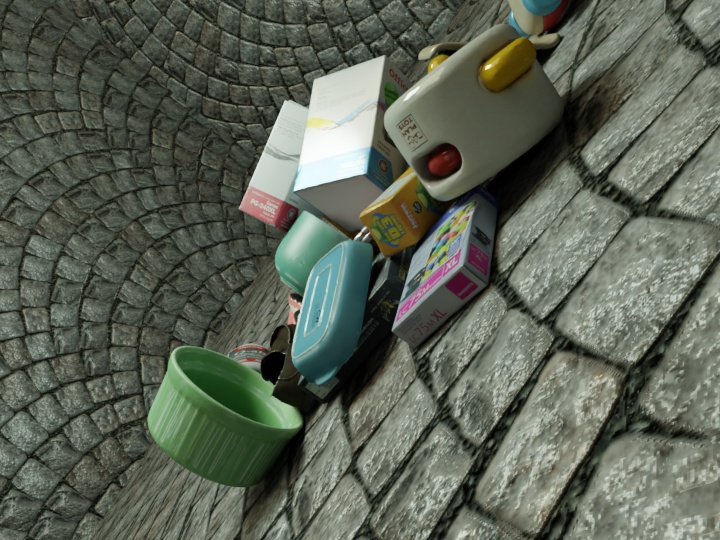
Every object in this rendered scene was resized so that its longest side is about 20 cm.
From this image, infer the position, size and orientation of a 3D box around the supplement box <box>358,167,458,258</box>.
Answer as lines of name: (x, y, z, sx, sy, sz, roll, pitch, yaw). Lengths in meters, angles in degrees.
supplement box: (0.083, -0.101, 0.905, 0.068, 0.067, 0.200, -22, 18, 47)

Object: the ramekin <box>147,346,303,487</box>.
ramekin: (-0.183, 0.196, 0.937, 0.099, 0.198, 0.200, -59, 10, 5)

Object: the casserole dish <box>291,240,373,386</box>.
casserole dish: (-0.039, 0.044, 0.874, 0.121, 0.038, 0.202, -38, 33, 45)

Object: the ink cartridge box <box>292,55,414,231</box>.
ink cartridge box: (0.008, -0.190, 1.085, 0.144, 0.146, 0.203, -8, 64, 36)

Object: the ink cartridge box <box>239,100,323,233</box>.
ink cartridge box: (-0.105, -0.167, 1.209, 0.203, 0.083, 0.145, -66, -24, 1)

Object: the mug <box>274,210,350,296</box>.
mug: (-0.056, 0.000, 1.168, 0.115, 0.184, 0.152, -54, 35, -4)

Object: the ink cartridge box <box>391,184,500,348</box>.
ink cartridge box: (0.099, -0.018, 0.780, 0.119, 0.042, 0.201, -46, 11, 35)

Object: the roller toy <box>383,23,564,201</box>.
roller toy: (0.123, -0.182, 0.801, 0.181, 0.141, 0.200, -35, 6, 16)

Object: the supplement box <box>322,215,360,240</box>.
supplement box: (0.018, -0.171, 1.364, 0.201, 0.132, 0.197, -52, 11, 8)

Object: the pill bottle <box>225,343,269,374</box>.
pill bottle: (-0.181, 0.187, 1.153, 0.117, 0.115, 0.200, -53, 11, 0)

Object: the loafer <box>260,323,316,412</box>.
loafer: (-0.109, 0.127, 1.015, 0.200, 0.070, 0.074, -131, 59, -66)

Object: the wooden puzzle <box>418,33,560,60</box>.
wooden puzzle: (0.197, -0.348, 1.120, 0.185, 0.196, 0.038, -94, -1, -74)

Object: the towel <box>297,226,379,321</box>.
towel: (0.000, 0.000, 1.023, 0.201, 0.030, 0.146, -52, -18, 19)

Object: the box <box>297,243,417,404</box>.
box: (0.002, 0.058, 0.930, 0.201, 0.051, 0.158, -50, 11, 24)

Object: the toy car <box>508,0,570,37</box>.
toy car: (0.318, -0.487, 1.096, 0.197, 0.179, 0.184, -23, 4, 7)

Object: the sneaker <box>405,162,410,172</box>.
sneaker: (0.132, -0.167, 1.026, 0.114, 0.075, 0.203, -4, 68, 29)

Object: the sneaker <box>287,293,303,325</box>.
sneaker: (-0.085, 0.104, 1.180, 0.200, 0.072, 0.088, -124, 42, -73)
